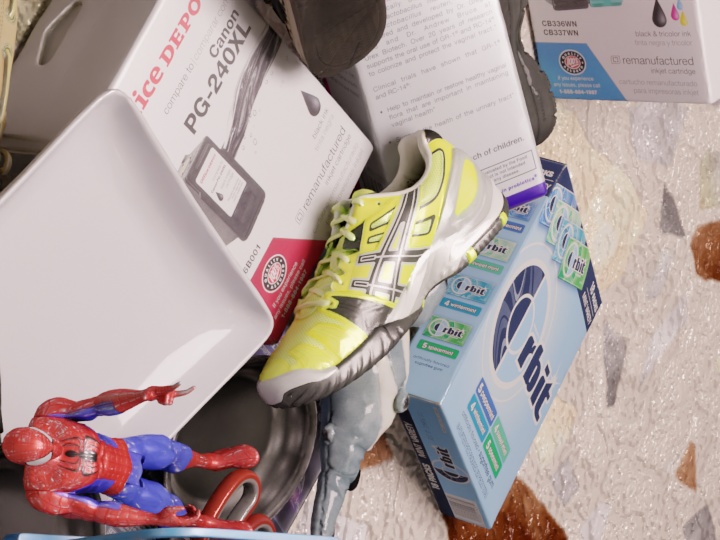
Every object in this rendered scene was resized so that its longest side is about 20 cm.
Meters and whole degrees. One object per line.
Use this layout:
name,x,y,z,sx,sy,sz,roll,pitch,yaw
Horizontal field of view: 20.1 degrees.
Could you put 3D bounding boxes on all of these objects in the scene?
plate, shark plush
plate,-0.156,0.033,1.047,0.200,0.032,0.200,-46,135,-15
shark plush,-0.020,0.065,1.273,0.083,0.091,0.201,16,87,-38

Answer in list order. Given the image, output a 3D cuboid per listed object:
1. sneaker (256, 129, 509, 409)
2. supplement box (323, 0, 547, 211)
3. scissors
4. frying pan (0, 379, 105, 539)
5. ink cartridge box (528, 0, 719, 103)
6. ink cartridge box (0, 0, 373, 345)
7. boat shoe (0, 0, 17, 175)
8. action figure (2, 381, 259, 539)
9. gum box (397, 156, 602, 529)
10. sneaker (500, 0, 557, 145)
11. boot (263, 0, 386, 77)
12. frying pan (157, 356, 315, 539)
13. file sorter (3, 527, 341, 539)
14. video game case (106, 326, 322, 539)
sneaker,0.000,0.000,1.176,0.076,0.075,0.200,51,60,-16
supplement box,0.031,-0.132,1.251,0.103,0.101,0.201,-22,114,-10
scissors,-0.103,0.203,1.137,0.200,0.014,0.073,-57,144,-28
frying pan,-0.192,0.112,1.005,0.115,0.031,0.190,-46,126,-30
ink cartridge box,0.210,-0.238,1.445,0.146,0.146,0.201,-33,118,-42
ink cartridge box,-0.099,-0.072,1.146,0.200,0.083,0.146,47,61,-44
boat shoe,-0.200,-0.099,1.032,0.063,0.073,0.201,4,91,-47
action figure,-0.096,0.101,1.031,0.200,0.099,0.066,22,67,-56
gum box,0.097,0.049,1.393,0.200,0.044,0.170,-61,151,-26
sneaker,0.067,-0.150,1.347,0.091,0.076,0.200,-40,121,-30
boot,-0.052,-0.215,1.098,0.073,0.151,0.200,-32,146,-13
frying pan,-0.085,0.138,1.192,0.115,0.031,0.191,14,98,-48
file sorter,-0.084,0.228,0.998,0.139,0.122,0.201,12,71,-47
video game case,-0.086,0.125,1.239,0.143,0.019,0.200,54,55,-39
